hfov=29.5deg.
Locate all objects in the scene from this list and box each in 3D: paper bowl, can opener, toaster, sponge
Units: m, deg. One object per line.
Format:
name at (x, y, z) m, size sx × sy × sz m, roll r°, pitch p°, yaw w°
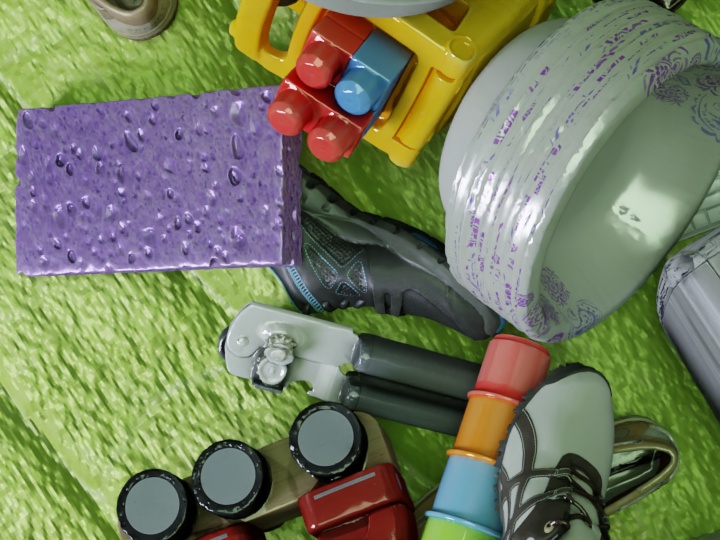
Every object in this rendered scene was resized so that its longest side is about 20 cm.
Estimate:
paper bowl at (0.125, -0.066, 0.804) m, size 0.104 × 0.201 × 0.201 m, roll 36°, pitch 91°, yaw 29°
can opener at (0.007, 0.062, 0.884) m, size 0.199 × 0.067 × 0.053 m, roll 16°, pitch 109°, yaw -5°
toaster at (0.252, 0.040, 0.819) m, size 0.113 × 0.200 × 0.130 m, roll -31°, pitch 71°, yaw 1°
sponge at (-0.133, -0.054, 0.877) m, size 0.199 × 0.030 × 0.112 m, roll -2°, pitch 88°, yaw 23°

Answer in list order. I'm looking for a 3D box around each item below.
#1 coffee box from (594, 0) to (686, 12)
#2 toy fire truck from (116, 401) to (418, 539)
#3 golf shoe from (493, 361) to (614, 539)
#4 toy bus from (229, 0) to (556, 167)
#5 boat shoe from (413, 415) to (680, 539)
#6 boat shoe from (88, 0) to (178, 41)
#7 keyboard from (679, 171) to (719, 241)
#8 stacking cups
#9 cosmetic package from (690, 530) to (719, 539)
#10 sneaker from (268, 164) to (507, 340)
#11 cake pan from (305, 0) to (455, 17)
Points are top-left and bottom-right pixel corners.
coffee box at (0.142, -0.248, 0.852) m, size 0.080 × 0.113 × 0.200 m, roll -42°, pitch 87°, yaw -1°
toy fire truck at (-0.043, 0.198, 0.822) m, size 0.175 × 0.129 × 0.201 m, roll -21°, pitch 71°, yaw 2°
golf shoe at (0.116, 0.143, 0.768) m, size 0.078 × 0.094 × 0.201 m, roll 33°, pitch 66°, yaw -24°
toy bus at (-0.009, -0.157, 0.810) m, size 0.200 × 0.136 × 0.192 m, roll 36°, pitch 52°, yaw 4°
boat shoe at (0.108, 0.148, 0.868) m, size 0.199 × 0.076 × 0.072 m, roll -29°, pitch 90°, yaw 3°
boat shoe at (-0.193, -0.242, 0.894) m, size 0.071 × 0.065 × 0.200 m, roll -41°, pitch 88°, yaw 2°
keyboard at (0.206, -0.048, 0.898) m, size 0.199 × 0.011 × 0.057 m, roll -21°, pitch 88°, yaw 3°
stacking cups at (0.074, 0.139, 0.826) m, size 0.060 × 0.061 × 0.201 m, roll 21°, pitch 74°, yaw 3°
cosmetic package at (0.214, 0.258, 0.799) m, size 0.164 × 0.200 × 0.166 m, roll -18°, pitch 89°, yaw 3°
sneaker at (0.000, 0.000, 0.884) m, size 0.199 × 0.073 × 0.082 m, roll 29°, pitch 96°, yaw 13°
cake pan at (0.006, -0.223, 0.759) m, size 0.199 × 0.037 × 0.201 m, roll 4°, pitch 66°, yaw -8°
